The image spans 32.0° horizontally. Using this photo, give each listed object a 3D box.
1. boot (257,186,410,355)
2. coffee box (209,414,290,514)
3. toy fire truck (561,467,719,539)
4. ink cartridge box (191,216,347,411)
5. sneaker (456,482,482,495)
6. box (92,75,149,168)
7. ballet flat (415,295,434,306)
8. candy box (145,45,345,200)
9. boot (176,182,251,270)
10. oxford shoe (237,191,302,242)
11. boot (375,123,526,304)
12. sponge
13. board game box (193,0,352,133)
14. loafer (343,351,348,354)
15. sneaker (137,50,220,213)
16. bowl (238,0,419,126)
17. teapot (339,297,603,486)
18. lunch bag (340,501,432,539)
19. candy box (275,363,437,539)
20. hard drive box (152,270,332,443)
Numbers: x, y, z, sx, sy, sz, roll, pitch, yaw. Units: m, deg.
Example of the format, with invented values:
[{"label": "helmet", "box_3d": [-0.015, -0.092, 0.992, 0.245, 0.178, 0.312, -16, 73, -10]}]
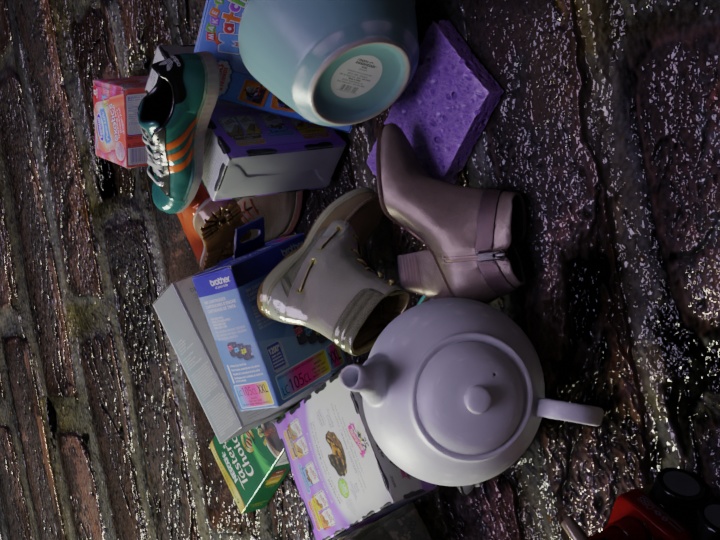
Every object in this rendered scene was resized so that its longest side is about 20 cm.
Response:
[{"label": "boot", "box_3d": [0.000, 0.000, 1.389, 0.153, 0.200, 0.073, 22, 147, 36]}, {"label": "coffee box", "box_3d": [-0.143, 0.239, 1.749, 0.124, 0.044, 0.201, 60, 141, 24]}, {"label": "toy fire truck", "box_3d": [0.254, 0.257, 1.057, 0.176, 0.198, 0.130, 40, 130, 42]}, {"label": "ink cartridge box", "box_3d": [-0.109, 0.044, 1.459, 0.076, 0.136, 0.203, -15, 99, 41]}, {"label": "sneaker", "box_3d": [0.111, 0.128, 1.328, 0.080, 0.085, 0.203, -158, 50, -78]}, {"label": "box", "box_3d": [-0.239, -0.201, 1.629, 0.094, 0.198, 0.104, 22, 118, 49]}, {"label": "ballet flat", "box_3d": [0.062, 0.086, 1.393, 0.068, 0.068, 0.200, 45, 132, 8]}, {"label": "candy box", "box_3d": [-0.140, -0.185, 1.509, 0.201, 0.166, 0.072, 55, 137, 30]}, {"label": "boot", "box_3d": [-0.194, -0.072, 1.557, 0.107, 0.075, 0.201, 49, 163, 17]}, {"label": "oxford shoe", "box_3d": [-0.135, -0.068, 1.628, 0.200, 0.073, 0.071, -53, 54, 46]}, {"label": "boot", "box_3d": [0.098, -0.062, 1.291, 0.145, 0.070, 0.203, -8, 96, 34]}, {"label": "sponge", "box_3d": [0.076, -0.153, 1.345, 0.112, 0.030, 0.201, 55, 138, 29]}, {"label": "board game box", "box_3d": [-0.085, -0.247, 1.411, 0.037, 0.197, 0.152, -93, 20, -50]}, {"label": "loafer", "box_3d": [-0.050, 0.035, 1.546, 0.199, 0.068, 0.077, 30, 125, 29]}, {"label": "sneaker", "box_3d": [-0.217, -0.152, 1.397, 0.071, 0.079, 0.202, 44, 131, 38]}, {"label": "bowl", "box_3d": [-0.018, -0.227, 1.299, 0.106, 0.198, 0.202, 63, 143, 33]}, {"label": "teapot", "box_3d": [0.102, 0.120, 1.210, 0.199, 0.199, 0.146, 56, 170, -5]}, {"label": "lunch bag", "box_3d": [0.024, 0.388, 1.488, 0.165, 0.117, 0.200, 60, 149, 10]}, {"label": "candy box", "box_3d": [-0.011, 0.224, 1.535, 0.200, 0.071, 0.170, -41, 66, 52]}, {"label": "hard drive box", "box_3d": [-0.147, 0.093, 1.598, 0.077, 0.155, 0.202, -38, 76, 53]}]
